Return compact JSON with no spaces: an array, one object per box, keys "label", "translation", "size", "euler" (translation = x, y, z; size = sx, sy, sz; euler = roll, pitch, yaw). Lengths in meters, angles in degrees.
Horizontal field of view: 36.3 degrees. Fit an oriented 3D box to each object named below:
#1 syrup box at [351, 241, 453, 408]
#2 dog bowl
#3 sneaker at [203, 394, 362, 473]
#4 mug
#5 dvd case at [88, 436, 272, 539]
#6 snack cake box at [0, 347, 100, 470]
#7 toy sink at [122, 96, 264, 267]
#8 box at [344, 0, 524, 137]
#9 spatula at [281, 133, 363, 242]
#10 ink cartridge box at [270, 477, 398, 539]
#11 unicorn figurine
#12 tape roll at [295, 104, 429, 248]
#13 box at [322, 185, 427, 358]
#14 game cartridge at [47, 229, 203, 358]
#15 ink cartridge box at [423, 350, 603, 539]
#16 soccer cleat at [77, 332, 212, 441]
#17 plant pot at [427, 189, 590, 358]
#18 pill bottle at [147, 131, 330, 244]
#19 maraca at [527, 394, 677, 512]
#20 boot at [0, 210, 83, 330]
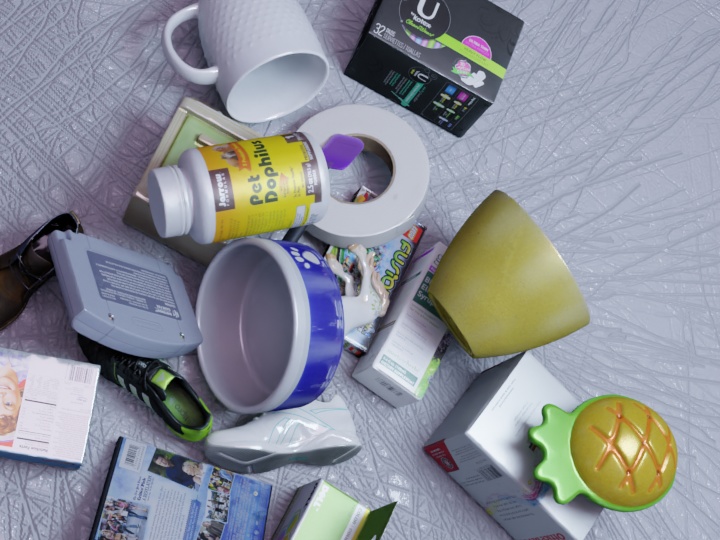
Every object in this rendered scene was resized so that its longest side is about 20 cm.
[{"label":"syrup box","translation":[0.076,0.070,1.434],"size":[0.078,0.081,0.202],"euler":[35,66,-10]},{"label":"dog bowl","translation":[-0.110,0.064,1.298],"size":[0.078,0.199,0.204],"euler":[2,71,-43]},{"label":"sneaker","translation":[-0.099,0.198,1.346],"size":[0.197,0.071,0.081],"euler":[-1,59,-23]},{"label":"mug","translation":[-0.161,-0.302,1.430],"size":[0.197,0.148,0.178],"euler":[-17,69,-21]},{"label":"dvd case","translation":[-0.204,0.283,1.272],"size":[0.197,0.018,0.144],"euler":[21,45,-14]},{"label":"snack cake box","translation":[-0.403,0.151,1.243],"size":[0.196,0.067,0.117],"euler":[13,71,-16]},{"label":"toy sink","translation":[-0.194,-0.131,1.382],"size":[0.129,0.112,0.203],"euler":[28,66,-10]},{"label":"box","translation":[0.103,-0.312,1.541],"size":[0.197,0.124,0.151],"euler":[26,67,-9]},{"label":"spatula","translation":[-0.057,-0.096,1.407],"size":[0.056,0.021,0.202],"euler":[16,68,30]},{"label":"ink cartridge box","translation":[-0.047,0.316,1.246],"size":[0.075,0.200,0.149],"euler":[32,65,-7]},{"label":"unicorn figurine","translation":[-0.035,0.052,1.361],"size":[0.197,0.074,0.140],"euler":[-22,95,-28]},{"label":"tape roll","translation":[-0.005,-0.126,1.456],"size":[0.198,0.037,0.206],"euler":[1,65,-1]},{"label":"box","translation":[0.000,0.000,1.454],"size":[0.109,0.035,0.202],"euler":[31,66,-9]},{"label":"game cartridge","translation":[-0.268,0.034,1.269],"size":[0.199,0.041,0.134],"euler":[23,34,-54]},{"label":"ink cartridge box","translation":[0.213,0.234,1.397],"size":[0.200,0.145,0.145],"euler":[45,64,-3]},{"label":"soccer cleat","translation":[-0.250,0.123,1.299],"size":[0.199,0.081,0.068],"euler":[42,64,-3]},{"label":"plant pot","translation":[0.166,0.024,1.352],"size":[0.141,0.200,0.202],"euler":[-34,87,-4]},{"label":"pill bottle","translation":[-0.141,-0.094,1.273],"size":[0.197,0.109,0.111],"euler":[-12,78,-22]},{"label":"maraca","translation":[0.287,0.214,1.290],"size":[0.196,0.107,0.140],"euler":[3,65,-20]},{"label":"boot","translation":[-0.401,0.001,1.273],"size":[0.075,0.097,0.200],"euler":[44,64,-1]}]
